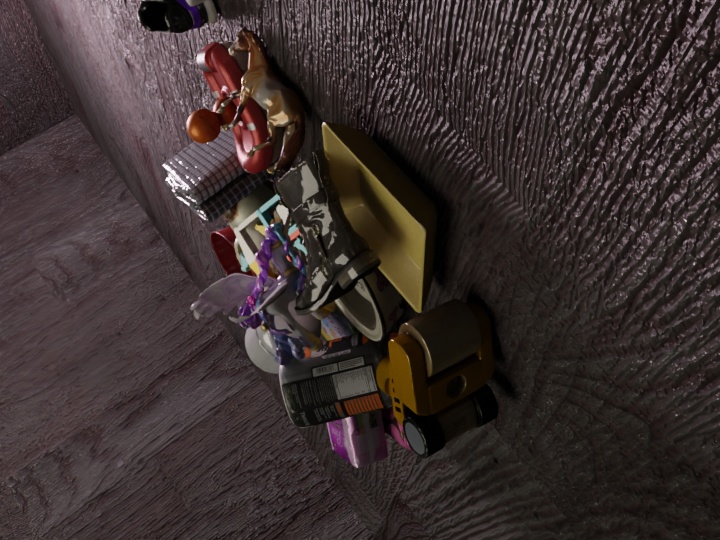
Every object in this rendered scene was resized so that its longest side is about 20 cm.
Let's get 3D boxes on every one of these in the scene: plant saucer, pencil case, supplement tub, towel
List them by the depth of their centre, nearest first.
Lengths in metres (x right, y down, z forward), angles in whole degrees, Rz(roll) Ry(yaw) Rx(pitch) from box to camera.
[{"bbox_3d":[0.033,-0.072,1.041,0.200,0.048,0.201,48,162,25],"label":"plant saucer"},{"bbox_3d":[-0.019,0.165,1.299,0.123,0.196,0.125,-14,-90,-84],"label":"supplement tub"},{"bbox_3d":[-0.246,-0.173,1.458,0.199,0.165,0.086,32,157,55],"label":"towel"},{"bbox_3d":[0.065,0.243,1.478,0.199,0.092,0.092,32,109,55],"label":"pencil case"}]

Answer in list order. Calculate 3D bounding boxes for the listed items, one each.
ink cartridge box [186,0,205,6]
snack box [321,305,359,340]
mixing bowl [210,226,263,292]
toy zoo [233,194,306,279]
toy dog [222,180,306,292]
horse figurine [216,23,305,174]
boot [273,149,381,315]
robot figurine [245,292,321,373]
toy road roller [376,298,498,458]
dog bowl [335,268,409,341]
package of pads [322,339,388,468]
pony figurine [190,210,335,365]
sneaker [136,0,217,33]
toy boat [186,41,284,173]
[{"bbox_3d":[-0.208,-0.435,0.992,0.148,0.082,0.200,55,164,4],"label":"ink cartridge box"},{"bbox_3d":[-0.028,0.098,1.524,0.143,0.053,0.200,52,162,6],"label":"snack box"},{"bbox_3d":[-0.207,-0.022,1.712,0.200,0.108,0.201,45,157,25],"label":"mixing bowl"},{"bbox_3d":[-0.131,-0.049,1.389,0.199,0.020,0.132,-34,90,34],"label":"toy zoo"},{"bbox_3d":[-0.171,-0.065,1.493,0.201,0.138,0.195,53,159,15],"label":"toy dog"},{"bbox_3d":[-0.132,-0.225,1.161,0.201,0.133,0.050,50,-155,22],"label":"horse figurine"},{"bbox_3d":[-0.063,-0.048,1.110,0.199,0.069,0.176,-38,82,47],"label":"boot"},{"bbox_3d":[-0.132,0.107,1.421,0.169,0.113,0.200,44,152,1],"label":"robot figurine"},{"bbox_3d":[0.083,0.123,1.065,0.146,0.121,0.203,36,141,49],"label":"toy road roller"},{"bbox_3d":[0.000,0.000,1.228,0.201,0.073,0.201,50,162,23],"label":"dog bowl"},{"bbox_3d":[-0.018,0.224,1.438,0.120,0.074,0.204,14,117,65],"label":"package of pads"},{"bbox_3d":[-0.128,0.040,1.230,0.165,0.193,0.202,9,136,47],"label":"pony figurine"},{"bbox_3d":[-0.305,-0.414,1.281,0.200,0.099,0.070,39,155,45],"label":"sneaker"},{"bbox_3d":[-0.205,-0.237,1.272,0.202,0.130,0.130,63,163,-21],"label":"toy boat"}]
